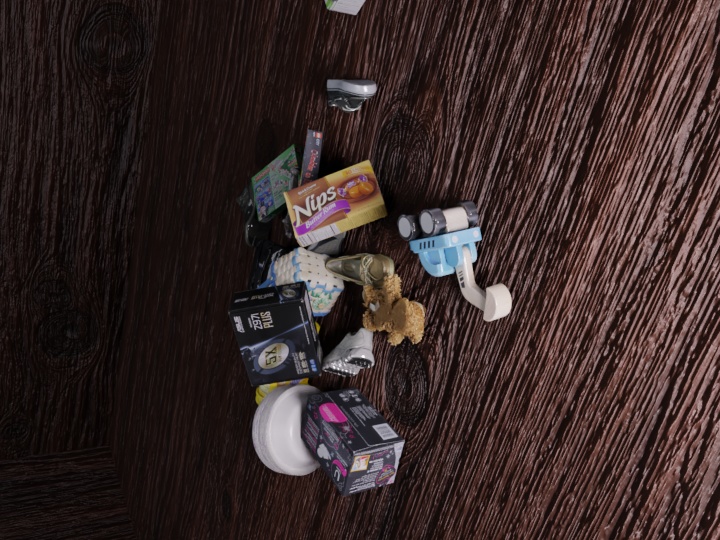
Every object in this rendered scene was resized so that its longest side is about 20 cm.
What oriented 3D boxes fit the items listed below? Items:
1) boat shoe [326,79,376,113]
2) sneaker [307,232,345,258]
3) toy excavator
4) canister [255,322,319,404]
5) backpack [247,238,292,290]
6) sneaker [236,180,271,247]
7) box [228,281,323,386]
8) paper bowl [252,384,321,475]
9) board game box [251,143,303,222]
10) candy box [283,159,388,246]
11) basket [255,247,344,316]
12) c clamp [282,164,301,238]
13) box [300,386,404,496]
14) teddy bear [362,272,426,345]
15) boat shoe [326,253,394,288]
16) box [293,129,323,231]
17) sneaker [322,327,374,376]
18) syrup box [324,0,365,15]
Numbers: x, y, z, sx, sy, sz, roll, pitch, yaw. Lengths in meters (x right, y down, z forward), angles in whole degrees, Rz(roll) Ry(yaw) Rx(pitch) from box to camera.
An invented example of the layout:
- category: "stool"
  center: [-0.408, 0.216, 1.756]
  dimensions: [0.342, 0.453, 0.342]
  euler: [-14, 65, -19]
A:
- category: "boat shoe"
  center: [-0.019, -0.385, 1.414]
  dimensions: [0.200, 0.072, 0.072]
  euler: [-143, 50, -63]
- category: "sneaker"
  center: [-0.078, -0.115, 1.493]
  dimensions: [0.202, 0.076, 0.147]
  euler: [127, 145, -59]
- category: "toy excavator"
  center: [0.169, -0.016, 1.102]
  dimensions: [0.194, 0.099, 0.202]
  euler: [-7, 97, 59]
- category: "canister"
  center: [-0.177, 0.226, 1.569]
  dimensions: [0.086, 0.148, 0.201]
  euler: [24, 113, 27]
- category: "backpack"
  center: [-0.230, 0.036, 1.682]
  dimensions: [0.163, 0.153, 0.201]
  euler: [18, 83, 54]
- category: "sneaker"
  center: [-0.309, -0.165, 1.851]
  dimensions: [0.114, 0.076, 0.201]
  euler: [-4, 84, 59]
- category: "box"
  center: [-0.181, 0.140, 1.406]
  dimensions: [0.086, 0.162, 0.201]
  euler: [-90, -9, -63]
- category: "paper bowl"
  center: [-0.139, 0.364, 1.465]
  dimensions: [0.104, 0.200, 0.202]
  euler: [-12, 80, 46]
- category: "board game box"
  center: [-0.216, -0.230, 1.709]
  dimensions: [0.199, 0.029, 0.136]
  euler: [-28, 66, 41]
- category: "candy box"
  center: [-0.053, -0.141, 1.353]
  dimensions: [0.057, 0.199, 0.117]
  euler: [62, -170, -65]
- category: "basket"
  center: [-0.146, 0.042, 1.502]
  dimensions: [0.200, 0.175, 0.140]
  euler: [-38, 48, 44]
- category: "c clamp"
  center: [-0.157, -0.163, 1.493]
  dimensions: [0.171, 0.027, 0.201]
  euler: [100, 174, -67]
- category: "box"
  center: [-0.021, 0.353, 1.342]
  dimensions: [0.200, 0.131, 0.116]
  euler: [40, 124, 49]
- category: "teddy bear"
  center: [0.065, 0.081, 1.274]
  dimensions: [0.200, 0.066, 0.146]
  euler: [-25, 73, 58]
- category: "boat shoe"
  center: [0.000, -0.003, 1.375]
  dimensions: [0.200, 0.063, 0.074]
  euler: [13, 101, 57]
- category: "box"
  center: [-0.123, -0.207, 1.504]
  dimensions: [0.137, 0.037, 0.202]
  euler: [114, 162, -67]
- category: "sneaker"
  center: [-0.026, 0.184, 1.421]
  dimensions: [0.200, 0.075, 0.082]
  euler: [-33, 44, 54]
- category: "syrup box"
  center: [-0.004, -0.653, 1.367]
  dimensions: [0.200, 0.081, 0.079]
  euler: [-41, 57, 51]
